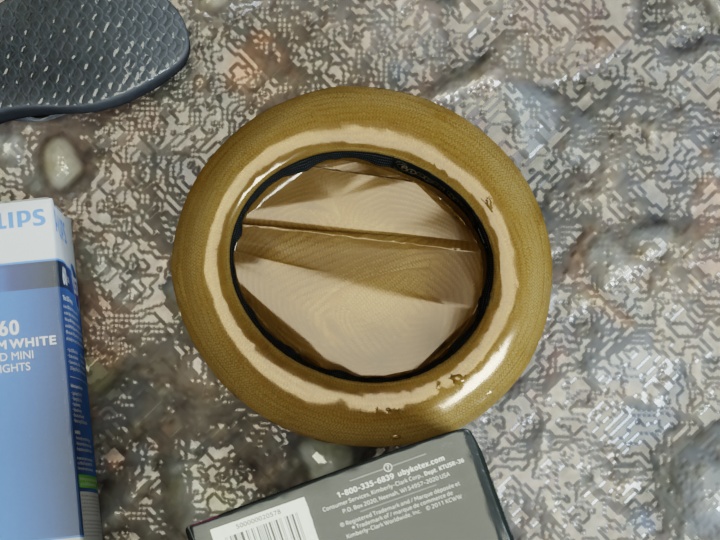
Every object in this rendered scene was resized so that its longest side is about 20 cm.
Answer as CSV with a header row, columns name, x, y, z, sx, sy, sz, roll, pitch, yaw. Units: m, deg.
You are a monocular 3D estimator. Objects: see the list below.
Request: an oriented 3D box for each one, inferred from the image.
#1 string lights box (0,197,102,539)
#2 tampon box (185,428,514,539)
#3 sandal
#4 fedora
name,x,y,z,sx,sy,sz,roll,pitch,yaw
string lights box,-0.174,0.068,1.549,0.059,0.103,0.201,-6,84,0
tampon box,0.007,0.165,1.486,0.149,0.200,0.127,-20,84,-1
sandal,-0.187,-0.110,1.602,0.199,0.043,0.077,-15,77,10
fedora,0.000,0.000,1.561,0.199,0.082,0.202,0,86,-4
